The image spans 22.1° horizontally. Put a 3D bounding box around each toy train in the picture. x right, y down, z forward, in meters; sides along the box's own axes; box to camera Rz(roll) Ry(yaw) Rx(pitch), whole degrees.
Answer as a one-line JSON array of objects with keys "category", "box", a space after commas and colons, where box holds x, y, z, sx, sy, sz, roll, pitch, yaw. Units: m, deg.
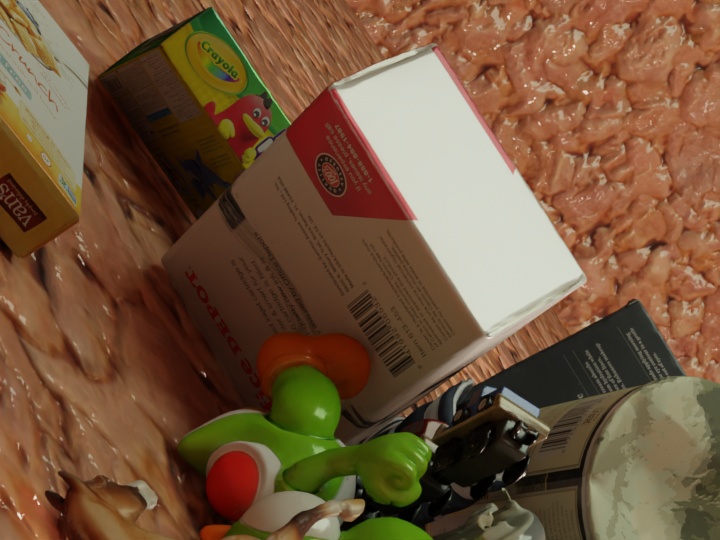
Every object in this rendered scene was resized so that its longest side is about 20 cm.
[{"category": "toy train", "box": [0.029, 0.096, 0.895, 0.034, 0.200, 0.046, 34, 58, -15]}]

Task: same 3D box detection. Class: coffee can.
[{"category": "coffee can", "box": [0.141, 0.149, 1.105, 0.147, 0.146, 0.200, 56, -29, -7]}]

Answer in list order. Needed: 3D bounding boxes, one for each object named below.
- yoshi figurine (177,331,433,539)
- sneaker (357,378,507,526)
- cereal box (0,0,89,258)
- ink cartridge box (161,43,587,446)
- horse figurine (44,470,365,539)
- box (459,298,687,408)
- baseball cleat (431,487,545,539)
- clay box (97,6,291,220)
[{"category": "yoshi figurine", "box": [-0.010, 0.115, 0.844, 0.113, 0.112, 0.200, 60, 10, -27]}, {"category": "sneaker", "box": [0.038, 0.107, 1.100, 0.070, 0.108, 0.200, 57, 9, -5]}, {"category": "cereal box", "box": [-0.183, -0.108, 0.863, 0.144, 0.039, 0.200, 53, 10, -26]}, {"category": "ink cartridge box", "box": [0.000, 0.000, 0.962, 0.084, 0.200, 0.145, -27, 81, -39]}, {"category": "horse figurine", "box": [-0.030, 0.160, 0.685, 0.132, 0.050, 0.201, 6, 57, -46]}, {"category": "box", "box": [0.160, 0.157, 1.288, 0.201, 0.181, 0.104, 60, -15, 17]}, {"category": "baseball cleat", "box": [0.054, 0.170, 0.897, 0.107, 0.069, 0.200, 63, -20, 4]}, {"category": "clay box", "box": [-0.069, -0.056, 1.118, 0.200, 0.048, 0.115, 55, -23, -13]}]
